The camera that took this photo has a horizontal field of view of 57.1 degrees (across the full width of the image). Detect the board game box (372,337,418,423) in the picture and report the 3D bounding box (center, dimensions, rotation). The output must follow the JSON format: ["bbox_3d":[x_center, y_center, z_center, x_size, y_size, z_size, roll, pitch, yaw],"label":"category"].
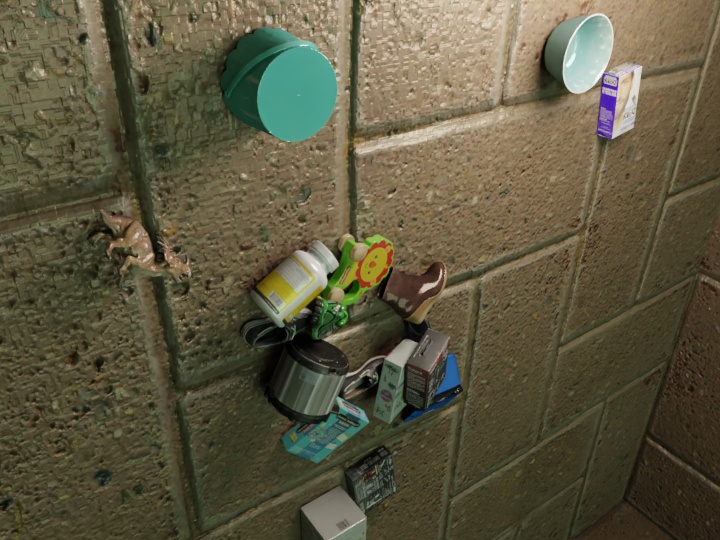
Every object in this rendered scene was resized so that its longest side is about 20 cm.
[{"bbox_3d":[0.108,0.320,1.923,0.147,0.064,0.202,-32,137,-55],"label":"board game box"}]

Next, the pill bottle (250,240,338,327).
[{"bbox_3d":[-0.148,0.027,1.526,0.200,0.112,0.112,-43,135,-11],"label":"pill bottle"}]

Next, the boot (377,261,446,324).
[{"bbox_3d":[0.146,0.032,1.812,0.166,0.072,0.202,36,73,-32],"label":"boot"}]

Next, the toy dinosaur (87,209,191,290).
[{"bbox_3d":[-0.428,-0.049,1.271,0.135,0.085,0.201,-40,119,-28],"label":"toy dinosaur"}]

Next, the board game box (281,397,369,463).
[{"bbox_3d":[-0.096,0.443,1.836,0.200,0.047,0.151,-40,138,10],"label":"board game box"}]

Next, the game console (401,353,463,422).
[{"bbox_3d":[0.219,0.378,2.123,0.198,0.119,0.171,-14,155,-33],"label":"game console"}]

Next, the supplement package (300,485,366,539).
[{"bbox_3d":[-0.083,0.813,2.040,0.151,0.150,0.202,-20,127,-31],"label":"supplement package"}]

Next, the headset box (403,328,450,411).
[{"bbox_3d":[0.190,0.279,1.895,0.149,0.077,0.202,-51,151,-40],"label":"headset box"}]

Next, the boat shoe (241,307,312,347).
[{"bbox_3d":[-0.186,0.142,1.595,0.198,0.068,0.072,-10,122,-39],"label":"boat shoe"}]

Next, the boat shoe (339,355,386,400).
[{"bbox_3d":[0.013,0.306,1.873,0.198,0.060,0.075,-20,126,-30],"label":"boat shoe"}]

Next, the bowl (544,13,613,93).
[{"bbox_3d":[0.567,-0.585,1.759,0.199,0.105,0.203,-21,128,-29],"label":"bowl"}]

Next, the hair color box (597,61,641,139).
[{"bbox_3d":[0.790,-0.518,2.021,0.109,0.065,0.202,-28,129,-24],"label":"hair color box"}]

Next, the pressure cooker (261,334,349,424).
[{"bbox_3d":[-0.138,0.282,1.643,0.178,0.175,0.202,6,111,-49],"label":"pressure cooker"}]

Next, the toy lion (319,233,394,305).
[{"bbox_3d":[0.000,0.000,1.680,0.191,0.068,0.201,17,104,-53],"label":"toy lion"}]

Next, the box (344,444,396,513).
[{"bbox_3d":[0.036,0.681,2.132,0.157,0.050,0.202,-28,131,-24],"label":"box"}]

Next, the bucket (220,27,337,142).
[{"bbox_3d":[-0.151,-0.354,1.271,0.206,0.135,0.209,-21,127,-29],"label":"bucket"}]

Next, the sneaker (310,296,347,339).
[{"bbox_3d":[-0.076,0.126,1.611,0.200,0.084,0.079,104,-3,-71],"label":"sneaker"}]

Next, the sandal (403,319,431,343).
[{"bbox_3d":[0.162,0.153,1.917,0.076,0.043,0.201,-42,135,-12],"label":"sandal"}]
